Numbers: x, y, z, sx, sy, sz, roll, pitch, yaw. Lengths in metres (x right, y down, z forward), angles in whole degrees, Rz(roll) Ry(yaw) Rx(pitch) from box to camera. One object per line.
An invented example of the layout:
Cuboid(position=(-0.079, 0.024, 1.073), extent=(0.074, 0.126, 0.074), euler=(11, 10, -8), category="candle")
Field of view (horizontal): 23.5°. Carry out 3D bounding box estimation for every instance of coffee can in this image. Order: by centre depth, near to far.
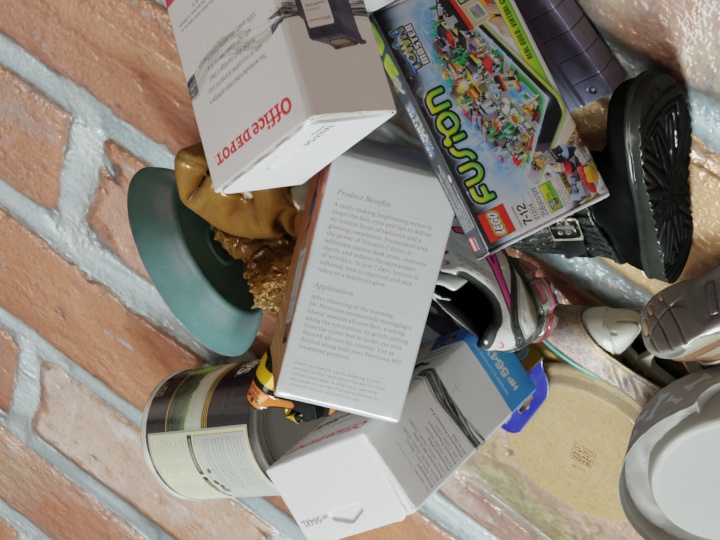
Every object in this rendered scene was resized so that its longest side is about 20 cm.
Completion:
Cuboid(position=(-0.119, 0.169, 1.841), extent=(0.199, 0.146, 0.147), euler=(-11, 119, 46), category="coffee can")

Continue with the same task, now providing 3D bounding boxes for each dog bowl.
Cuboid(position=(0.318, 0.165, 1.470), extent=(0.198, 0.059, 0.201), euler=(3, 128, 4), category="dog bowl")

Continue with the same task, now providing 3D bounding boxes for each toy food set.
Cuboid(position=(0.217, 0.158, 1.618), extent=(0.199, 0.049, 0.199), euler=(16, 136, 29), category="toy food set")

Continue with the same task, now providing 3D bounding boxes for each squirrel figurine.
Cuboid(position=(-0.054, -0.050, 1.569), extent=(0.186, 0.142, 0.201), euler=(28, 141, 20), category="squirrel figurine")

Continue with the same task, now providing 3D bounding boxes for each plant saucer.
Cuboid(position=(-0.146, -0.017, 1.643), extent=(0.036, 0.200, 0.201), euler=(-27, 109, 20), category="plant saucer")

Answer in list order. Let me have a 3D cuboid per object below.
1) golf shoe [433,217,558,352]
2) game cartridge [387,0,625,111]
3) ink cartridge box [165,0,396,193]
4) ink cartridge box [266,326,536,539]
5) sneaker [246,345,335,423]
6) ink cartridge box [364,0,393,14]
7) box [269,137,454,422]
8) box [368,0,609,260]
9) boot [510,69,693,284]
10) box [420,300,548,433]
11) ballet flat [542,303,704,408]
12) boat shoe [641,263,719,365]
Cuboid(position=(0.085, -0.015, 1.496), extent=(0.200, 0.092, 0.073), euler=(51, 131, 24), category="golf shoe")
Cuboid(position=(0.106, -0.169, 1.409), extent=(0.130, 0.038, 0.199), euler=(49, 142, -16), category="game cartridge")
Cuboid(position=(-0.067, -0.177, 1.295), extent=(0.145, 0.084, 0.202), euler=(-32, 70, 52), category="ink cartridge box")
Cuboid(position=(0.036, 0.140, 1.506), extent=(0.146, 0.200, 0.085), euler=(-27, 98, 46), category="ink cartridge box")
Cuboid(position=(-0.032, 0.106, 1.637), extent=(0.090, 0.199, 0.070), euler=(-51, 56, 16), category="sneaker")
Cuboid(position=(-0.005, -0.282, 1.350), extent=(0.199, 0.084, 0.146), euler=(-20, 112, 49), category="ink cartridge box")
Cuboid(position=(0.000, 0.000, 1.410), extent=(0.105, 0.152, 0.202), euler=(13, 99, -6), category="box")
Cuboid(position=(0.095, -0.122, 1.305), extent=(0.201, 0.109, 0.035), euler=(63, 166, 2), category="box")
Cuboid(position=(0.179, -0.080, 1.387), extent=(0.157, 0.080, 0.212), euler=(17, 140, 28), category="boot")
Cuboid(position=(0.080, 0.071, 1.598), extent=(0.200, 0.041, 0.119), euler=(44, 137, 13), category="box")
Cuboid(position=(0.242, 0.074, 1.513), extent=(0.199, 0.068, 0.067), euler=(35, 125, -1), category="ballet flat")
Cuboid(position=(0.321, 0.025, 1.390), extent=(0.072, 0.076, 0.199), euler=(25, 146, -39), category="boat shoe")
